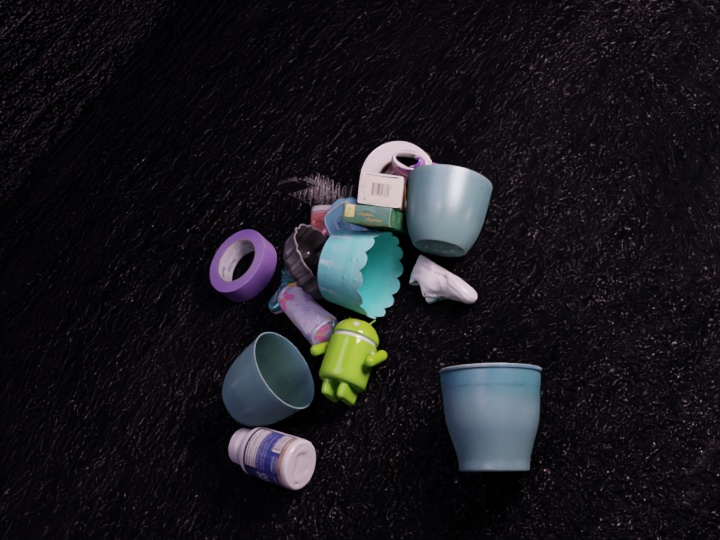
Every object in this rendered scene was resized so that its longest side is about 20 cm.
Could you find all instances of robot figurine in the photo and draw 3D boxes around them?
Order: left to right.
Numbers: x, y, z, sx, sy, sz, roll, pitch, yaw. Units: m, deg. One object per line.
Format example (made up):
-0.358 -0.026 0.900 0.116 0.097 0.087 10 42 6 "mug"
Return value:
-0.025 0.202 1.592 0.173 0.116 0.203 5 65 32 "robot figurine"

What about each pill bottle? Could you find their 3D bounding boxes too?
-0.208 0.424 1.584 0.197 0.111 0.113 5 65 37 "pill bottle"

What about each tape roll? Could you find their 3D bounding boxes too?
-0.337 -0.014 1.981 0.197 0.066 0.203 -18 53 25 "tape roll"
0.095 -0.223 1.752 0.198 0.037 0.208 0 89 6 "tape roll"

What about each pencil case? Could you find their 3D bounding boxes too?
-0.131 0.111 1.746 0.090 0.084 0.200 -40 47 -6 "pencil case"

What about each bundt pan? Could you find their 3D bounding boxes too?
-0.121 -0.014 1.748 0.075 0.201 0.205 -35 47 25 "bundt pan"

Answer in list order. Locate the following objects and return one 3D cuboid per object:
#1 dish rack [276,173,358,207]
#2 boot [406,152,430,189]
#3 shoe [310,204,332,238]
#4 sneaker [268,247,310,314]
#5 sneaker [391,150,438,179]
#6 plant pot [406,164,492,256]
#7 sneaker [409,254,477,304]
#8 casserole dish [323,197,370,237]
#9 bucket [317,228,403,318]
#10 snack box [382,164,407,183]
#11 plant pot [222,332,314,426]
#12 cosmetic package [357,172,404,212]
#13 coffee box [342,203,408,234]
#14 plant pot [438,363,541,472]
-0.121 -0.218 1.857 0.152 0.198 0.056 -8 69 48 "dish rack"
0.094 -0.250 1.829 0.196 0.073 0.077 -13 65 25 "boot"
-0.050 -0.129 1.855 0.196 0.071 0.093 -3 74 29 "shoe"
-0.189 0.022 1.844 0.077 0.080 0.202 26 79 42 "sneaker"
0.166 -0.236 1.670 0.197 0.114 0.074 18 90 4 "sneaker"
0.193 -0.127 1.589 0.197 0.200 0.164 2 74 35 "plant pot"
0.186 0.044 1.587 0.199 0.075 0.090 37 99 49 "sneaker"
-0.027 -0.097 1.780 0.120 0.039 0.203 -34 73 20 "casserole dish"
0.000 0.000 1.640 0.133 0.207 0.210 12 69 31 "bucket"
0.080 -0.217 1.785 0.071 0.024 0.204 18 92 8 "snack box"
-0.233 0.277 1.646 0.160 0.199 0.203 -37 47 23 "plant pot"
0.054 -0.180 1.637 0.103 0.200 0.073 7 91 4 "cosmetic package"
0.043 -0.120 1.633 0.120 0.200 0.045 9 90 18 "coffee box"
0.251 0.285 1.310 0.197 0.199 0.192 -10 72 29 "plant pot"
